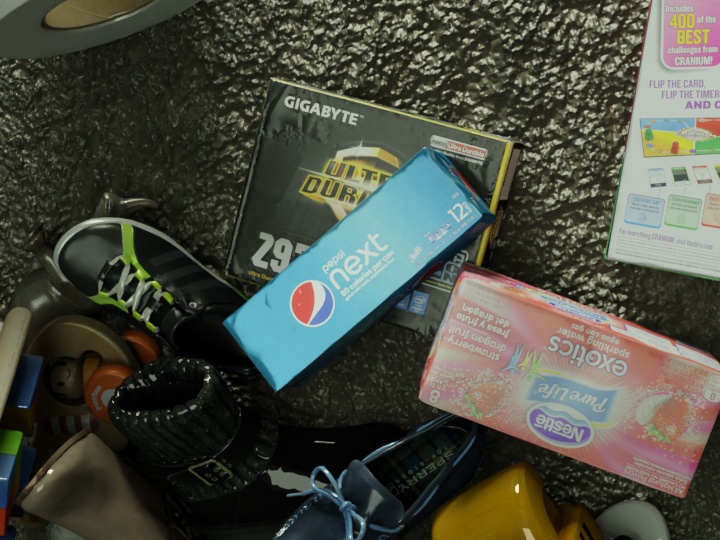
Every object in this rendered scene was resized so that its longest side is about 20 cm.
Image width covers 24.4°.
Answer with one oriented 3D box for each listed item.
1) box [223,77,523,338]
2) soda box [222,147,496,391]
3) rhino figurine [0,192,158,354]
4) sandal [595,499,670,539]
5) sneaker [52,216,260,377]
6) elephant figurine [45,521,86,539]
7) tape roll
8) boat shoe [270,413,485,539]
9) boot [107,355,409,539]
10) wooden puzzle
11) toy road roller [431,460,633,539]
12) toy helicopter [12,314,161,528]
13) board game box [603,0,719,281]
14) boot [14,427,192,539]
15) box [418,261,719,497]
[{"bbox_3d":[0.008,-0.047,1.278,0.200,0.049,0.160,17,99,16],"label":"box"},{"bbox_3d":[0.000,0.000,1.219,0.200,0.064,0.068,-41,81,10],"label":"soda box"},{"bbox_3d":[-0.238,0.003,1.349,0.200,0.060,0.087,-37,109,15],"label":"rhino figurine"},{"bbox_3d":[0.194,0.271,1.224,0.082,0.050,0.203,0,79,34],"label":"sandal"},{"bbox_3d":[-0.144,0.022,1.284,0.200,0.083,0.072,27,101,-6],"label":"sneaker"},{"bbox_3d":[-0.255,0.290,1.334,0.200,0.141,0.155,-46,64,8],"label":"elephant figurine"},{"bbox_3d":[-0.212,-0.263,1.261,0.202,0.203,0.140,-23,85,17],"label":"tape roll"},{"bbox_3d":[0.003,0.157,1.179,0.084,0.069,0.200,40,64,20],"label":"boat shoe"},{"bbox_3d":[-0.071,0.125,1.254,0.211,0.080,0.158,-18,121,18],"label":"boot"},{"bbox_3d":[-0.270,0.156,1.239,0.046,0.185,0.200,12,124,-7],"label":"wooden puzzle"},{"bbox_3d":[0.111,0.225,1.138,0.123,0.200,0.146,-35,97,24],"label":"toy road roller"},{"bbox_3d":[-0.252,0.123,1.348,0.132,0.079,0.200,22,115,-4],"label":"toy helicopter"},{"bbox_3d":[0.269,-0.092,1.196,0.153,0.040,0.201,12,95,17],"label":"board game box"},{"bbox_3d":[-0.175,0.190,1.241,0.070,0.200,0.146,-45,91,4],"label":"boot"},{"bbox_3d":[0.149,0.075,1.185,0.200,0.103,0.095,20,98,0],"label":"box"}]
